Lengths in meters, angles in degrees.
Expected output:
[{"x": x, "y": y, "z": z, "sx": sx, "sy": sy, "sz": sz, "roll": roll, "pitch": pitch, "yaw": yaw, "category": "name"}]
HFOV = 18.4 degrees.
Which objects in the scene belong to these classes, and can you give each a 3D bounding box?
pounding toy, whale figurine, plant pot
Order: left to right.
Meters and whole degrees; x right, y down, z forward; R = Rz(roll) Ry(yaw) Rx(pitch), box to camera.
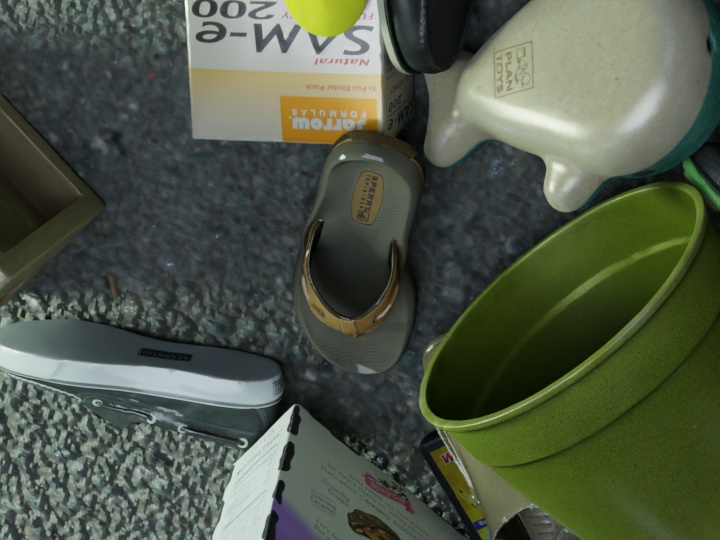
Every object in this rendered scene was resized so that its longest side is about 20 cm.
[{"x": -0.302, "y": -0.036, "z": 1.392, "sx": 0.184, "sy": 0.200, "sz": 0.142, "roll": 47, "pitch": 114, "yaw": -3, "category": "pounding toy"}, {"x": 0.128, "y": -0.109, "z": 1.309, "sx": 0.200, "sy": 0.104, "sz": 0.159, "roll": -13, "pitch": 74, "yaw": 40, "category": "whale figurine"}, {"x": 0.172, "y": 0.086, "z": 1.288, "sx": 0.200, "sy": 0.200, "sz": 0.193, "roll": -34, "pitch": 108, "yaw": 23, "category": "plant pot"}]

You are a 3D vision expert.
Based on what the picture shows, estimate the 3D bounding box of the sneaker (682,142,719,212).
[{"x": 0.285, "y": -0.046, "z": 1.295, "sx": 0.200, "sy": 0.077, "sz": 0.084, "roll": 14, "pitch": 106, "yaw": 0, "category": "sneaker"}]

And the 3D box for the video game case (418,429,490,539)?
[{"x": 0.166, "y": 0.144, "z": 1.415, "sx": 0.200, "sy": 0.026, "sz": 0.181, "roll": -28, "pitch": 99, "yaw": 23, "category": "video game case"}]

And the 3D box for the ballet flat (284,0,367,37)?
[{"x": -0.021, "y": -0.225, "z": 1.240, "sx": 0.067, "sy": 0.067, "sz": 0.200, "roll": 13, "pitch": 109, "yaw": 14, "category": "ballet flat"}]

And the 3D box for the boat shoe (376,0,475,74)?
[{"x": 0.057, "y": -0.209, "z": 1.287, "sx": 0.063, "sy": 0.074, "sz": 0.201, "roll": 18, "pitch": 104, "yaw": 31, "category": "boat shoe"}]

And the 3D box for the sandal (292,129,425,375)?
[{"x": 0.000, "y": 0.000, "z": 1.364, "sx": 0.082, "sy": 0.055, "sz": 0.200, "roll": 13, "pitch": 138, "yaw": 0, "category": "sandal"}]

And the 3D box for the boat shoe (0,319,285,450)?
[{"x": -0.149, "y": 0.077, "z": 1.460, "sx": 0.200, "sy": 0.069, "sz": 0.057, "roll": 9, "pitch": 111, "yaw": 11, "category": "boat shoe"}]

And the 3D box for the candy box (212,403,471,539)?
[{"x": -0.010, "y": 0.202, "z": 1.373, "sx": 0.168, "sy": 0.200, "sz": 0.072, "roll": 39, "pitch": 116, "yaw": -14, "category": "candy box"}]

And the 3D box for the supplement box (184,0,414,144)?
[{"x": -0.038, "y": -0.180, "z": 1.335, "sx": 0.126, "sy": 0.074, "sz": 0.200, "roll": 3, "pitch": 109, "yaw": 15, "category": "supplement box"}]

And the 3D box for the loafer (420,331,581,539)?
[{"x": 0.103, "y": 0.125, "z": 1.376, "sx": 0.076, "sy": 0.067, "sz": 0.200, "roll": -32, "pitch": 97, "yaw": 24, "category": "loafer"}]
